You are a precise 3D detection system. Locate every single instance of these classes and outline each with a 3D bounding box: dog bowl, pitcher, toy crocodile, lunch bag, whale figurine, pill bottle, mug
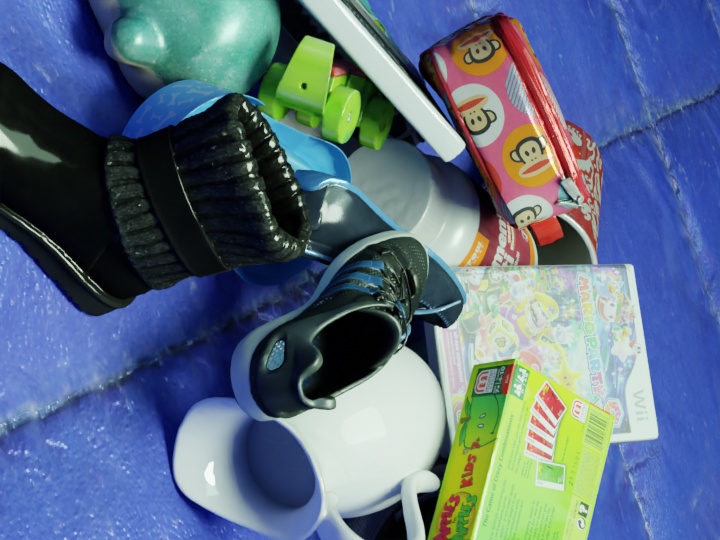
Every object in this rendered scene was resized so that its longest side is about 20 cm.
[{"bbox_3d":[-0.086,-0.061,1.075,0.049,0.112,0.200,35,6,35],"label":"dog bowl"},{"bbox_3d":[-0.003,0.126,1.063,0.171,0.122,0.200,36,25,19],"label":"pitcher"},{"bbox_3d":[-0.019,-0.127,1.141,0.200,0.067,0.062,-3,113,-73],"label":"toy crocodile"},{"bbox_3d":[0.112,-0.101,1.207,0.200,0.081,0.177,-84,148,-81],"label":"lunch bag"},{"bbox_3d":[-0.128,-0.201,1.071,0.200,0.103,0.160,52,34,-31],"label":"whale figurine"},{"bbox_3d":[0.060,-0.028,1.293,0.200,0.109,0.111,32,47,-57],"label":"pill bottle"},{"bbox_3d":[0.155,-0.038,1.509,0.133,0.178,0.200,28,34,-3],"label":"mug"}]

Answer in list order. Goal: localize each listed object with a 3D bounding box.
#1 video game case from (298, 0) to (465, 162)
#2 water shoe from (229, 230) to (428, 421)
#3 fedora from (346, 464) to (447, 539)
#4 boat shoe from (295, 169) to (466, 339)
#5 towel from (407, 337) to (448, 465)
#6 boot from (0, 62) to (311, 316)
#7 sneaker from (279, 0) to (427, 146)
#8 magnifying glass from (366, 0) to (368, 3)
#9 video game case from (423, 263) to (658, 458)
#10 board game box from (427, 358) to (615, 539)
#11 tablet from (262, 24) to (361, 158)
[{"bbox_3d":[-0.012,-0.182,1.148,0.200,0.023,0.182,46,9,-27],"label":"video game case"},{"bbox_3d":[0.003,0.038,1.005,0.200,0.078,0.072,-41,120,-44],"label":"water shoe"},{"bbox_3d":[0.062,0.242,1.150,0.090,0.175,0.202,91,10,-68],"label":"fedora"},{"bbox_3d":[0.000,0.000,1.124,0.200,0.084,0.069,36,72,-42],"label":"boat shoe"},{"bbox_3d":[0.099,0.091,1.264,0.199,0.049,0.112,-25,80,-29],"label":"towel"},{"bbox_3d":[-0.138,-0.067,0.920,0.211,0.157,0.080,48,37,-38],"label":"boot"},{"bbox_3d":[0.001,-0.183,1.304,0.201,0.077,0.080,57,20,-30],"label":"sneaker"},{"bbox_3d":[0.015,-0.198,1.408,0.200,0.022,0.080,49,25,-43],"label":"magnifying glass"},{"bbox_3d":[0.141,0.067,1.249,0.198,0.018,0.145,-1,78,-30],"label":"video game case"},{"bbox_3d":[0.102,0.173,1.077,0.101,0.047,0.202,29,65,-29],"label":"board game box"},{"bbox_3d":[-0.036,-0.127,1.293,0.130,0.014,0.202,-3,77,-61],"label":"tablet"}]
